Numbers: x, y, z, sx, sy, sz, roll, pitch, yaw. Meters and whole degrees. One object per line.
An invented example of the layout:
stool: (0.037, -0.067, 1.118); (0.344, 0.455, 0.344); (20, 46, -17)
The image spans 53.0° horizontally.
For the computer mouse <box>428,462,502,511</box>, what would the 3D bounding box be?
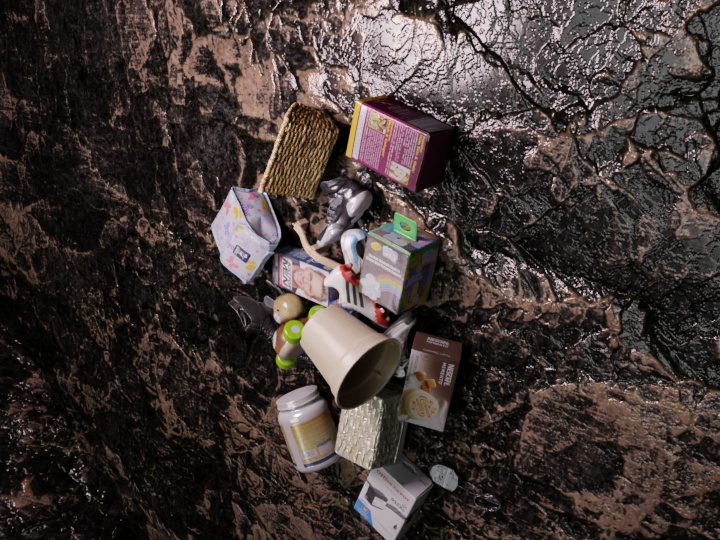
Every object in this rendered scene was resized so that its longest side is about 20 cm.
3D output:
computer mouse: (0.253, 0.521, 1.742); (0.199, 0.034, 0.059); (25, 106, 26)

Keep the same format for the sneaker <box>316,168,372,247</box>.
sneaker: (-0.060, -0.151, 1.720); (0.114, 0.075, 0.200); (53, 127, 13)

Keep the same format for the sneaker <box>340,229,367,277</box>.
sneaker: (0.000, 0.000, 1.729); (0.072, 0.072, 0.202); (3, 112, 33)

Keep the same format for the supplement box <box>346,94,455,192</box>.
supplement box: (0.081, -0.272, 1.523); (0.199, 0.103, 0.132); (33, 126, 29)

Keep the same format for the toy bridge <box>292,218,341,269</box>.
toy bridge: (-0.103, -0.056, 1.798); (0.200, 0.067, 0.027); (43, 130, 20)

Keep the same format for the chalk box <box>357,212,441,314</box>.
chalk box: (0.090, -0.031, 1.600); (0.124, 0.123, 0.202); (30, 124, 30)

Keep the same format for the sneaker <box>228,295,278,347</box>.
sneaker: (-0.280, 0.157, 2.004); (0.060, 0.104, 0.201); (-39, 72, 45)

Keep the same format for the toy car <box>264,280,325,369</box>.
toy car: (-0.193, 0.121, 1.870); (0.200, 0.157, 0.165); (48, 147, 19)

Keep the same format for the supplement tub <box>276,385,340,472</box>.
supplement tub: (-0.141, 0.431, 1.973); (0.143, 0.144, 0.202); (-14, 98, 43)

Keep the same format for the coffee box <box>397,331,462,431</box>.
coffee box: (0.160, 0.255, 1.655); (0.113, 0.080, 0.202); (14, 119, 8)

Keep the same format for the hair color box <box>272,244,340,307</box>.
hair color box: (-0.138, 0.011, 1.860); (0.199, 0.060, 0.101); (20, 120, 34)

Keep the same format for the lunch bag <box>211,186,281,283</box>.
lunch bag: (-0.299, -0.092, 1.893); (0.170, 0.126, 0.201); (-48, 58, 42)

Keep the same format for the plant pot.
plant pot: (-0.035, 0.184, 1.668); (0.183, 0.199, 0.202); (41, 130, 31)

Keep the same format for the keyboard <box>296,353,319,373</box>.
keyboard: (-0.140, 0.234, 1.966); (0.199, 0.039, 0.105); (15, 116, 38)

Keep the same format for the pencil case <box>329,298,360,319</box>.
pencil case: (-0.032, 0.163, 1.816); (0.077, 0.087, 0.202); (-5, 109, -1)

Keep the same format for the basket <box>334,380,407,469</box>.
basket: (0.030, 0.376, 1.780); (0.135, 0.123, 0.203); (16, 101, 36)

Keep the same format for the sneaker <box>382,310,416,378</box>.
sneaker: (0.104, 0.181, 1.718); (0.115, 0.076, 0.201); (46, 139, 6)

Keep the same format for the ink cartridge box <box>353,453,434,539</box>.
ink cartridge box: (0.083, 0.585, 1.876); (0.145, 0.083, 0.201); (38, 128, 24)

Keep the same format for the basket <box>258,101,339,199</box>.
basket: (-0.163, -0.286, 1.677); (0.143, 0.148, 0.201); (58, 134, 43)

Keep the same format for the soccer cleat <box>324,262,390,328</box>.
soccer cleat: (-0.004, 0.069, 1.699); (0.085, 0.069, 0.200); (-32, 117, 20)
